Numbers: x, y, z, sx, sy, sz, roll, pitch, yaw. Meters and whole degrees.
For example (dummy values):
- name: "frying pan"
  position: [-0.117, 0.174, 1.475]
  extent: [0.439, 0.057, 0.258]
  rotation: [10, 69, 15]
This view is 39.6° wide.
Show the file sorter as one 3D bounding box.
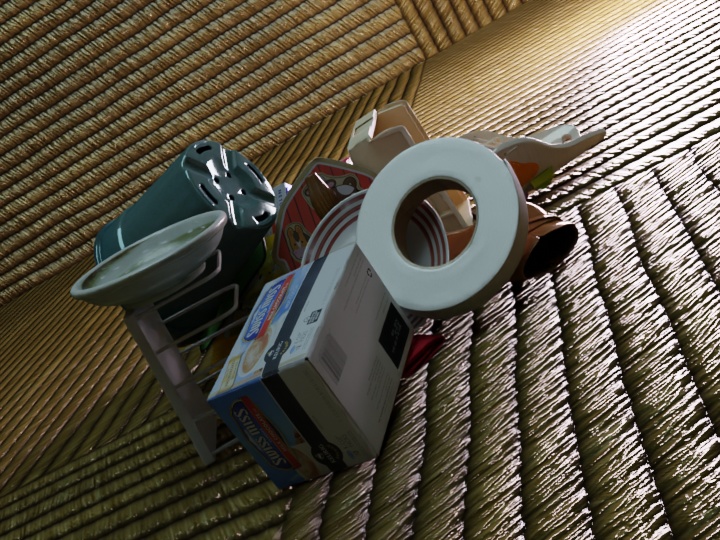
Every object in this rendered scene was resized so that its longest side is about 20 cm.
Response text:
- name: "file sorter"
  position: [-0.180, 0.098, 1.208]
  extent: [0.123, 0.203, 0.139]
  rotation: [-26, 15, -1]

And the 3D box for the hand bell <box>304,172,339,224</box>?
- name: "hand bell"
  position: [-0.012, -0.031, 1.245]
  extent: [0.103, 0.203, 0.104]
  rotation: [-28, 7, 4]

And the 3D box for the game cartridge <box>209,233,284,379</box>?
- name: "game cartridge"
  position: [-0.137, 0.048, 1.391]
  extent: [0.174, 0.032, 0.204]
  rotation: [-19, 53, 41]

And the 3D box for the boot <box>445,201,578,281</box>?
- name: "boot"
  position: [0.146, -0.001, 1.144]
  extent: [0.199, 0.077, 0.155]
  rotation: [-38, 27, -15]

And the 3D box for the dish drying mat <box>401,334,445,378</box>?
- name: "dish drying mat"
  position: [0.013, 0.102, 1.158]
  extent: [0.077, 0.018, 0.198]
  rotation: [-42, 17, -31]

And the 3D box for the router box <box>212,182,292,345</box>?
- name: "router box"
  position: [-0.155, -0.004, 1.509]
  extent: [0.177, 0.204, 0.049]
  rotation: [-22, -25, 30]

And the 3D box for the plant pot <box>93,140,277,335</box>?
- name: "plant pot"
  position: [-0.221, -0.052, 1.335]
  extent: [0.196, 0.200, 0.201]
  rotation: [-44, 7, 30]

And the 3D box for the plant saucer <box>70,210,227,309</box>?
- name: "plant saucer"
  position: [-0.235, -0.003, 1.154]
  extent: [0.197, 0.051, 0.201]
  rotation: [-24, 16, 7]

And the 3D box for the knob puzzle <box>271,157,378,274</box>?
- name: "knob puzzle"
  position: [-0.025, -0.050, 1.302]
  extent: [0.217, 0.222, 0.030]
  rotation: [-31, 2, -1]

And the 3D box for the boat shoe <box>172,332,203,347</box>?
- name: "boat shoe"
  position: [-0.263, 0.019, 1.484]
  extent: [0.074, 0.074, 0.204]
  rotation: [-37, 42, 55]

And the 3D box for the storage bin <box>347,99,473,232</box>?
- name: "storage bin"
  position: [0.071, -0.130, 1.419]
  extent: [0.093, 0.200, 0.201]
  rotation: [-31, 15, 13]

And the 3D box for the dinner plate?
- name: "dinner plate"
  position: [0.017, 0.000, 1.171]
  extent: [0.197, 0.204, 0.024]
  rotation: [-26, -26, 19]

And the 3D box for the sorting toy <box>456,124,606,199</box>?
- name: "sorting toy"
  position: [0.242, -0.159, 1.384]
  extent: [0.177, 0.109, 0.200]
  rotation: [-25, 14, -5]

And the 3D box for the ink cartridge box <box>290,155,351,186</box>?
- name: "ink cartridge box"
  position: [-0.058, -0.078, 1.604]
  extent: [0.197, 0.149, 0.086]
  rotation: [-22, 15, 30]

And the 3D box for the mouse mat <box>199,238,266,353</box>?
- name: "mouse mat"
  position: [-0.191, 0.002, 1.446]
  extent: [0.201, 0.007, 0.162]
  rotation: [-55, 31, 29]

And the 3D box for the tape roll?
- name: "tape roll"
  position: [0.089, -0.049, 1.113]
  extent: [0.200, 0.206, 0.037]
  rotation: [-26, -28, 18]

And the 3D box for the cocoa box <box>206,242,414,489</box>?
- name: "cocoa box"
  position: [-0.045, 0.096, 1.029]
  extent: [0.130, 0.134, 0.201]
  rotation: [-23, 26, 28]
